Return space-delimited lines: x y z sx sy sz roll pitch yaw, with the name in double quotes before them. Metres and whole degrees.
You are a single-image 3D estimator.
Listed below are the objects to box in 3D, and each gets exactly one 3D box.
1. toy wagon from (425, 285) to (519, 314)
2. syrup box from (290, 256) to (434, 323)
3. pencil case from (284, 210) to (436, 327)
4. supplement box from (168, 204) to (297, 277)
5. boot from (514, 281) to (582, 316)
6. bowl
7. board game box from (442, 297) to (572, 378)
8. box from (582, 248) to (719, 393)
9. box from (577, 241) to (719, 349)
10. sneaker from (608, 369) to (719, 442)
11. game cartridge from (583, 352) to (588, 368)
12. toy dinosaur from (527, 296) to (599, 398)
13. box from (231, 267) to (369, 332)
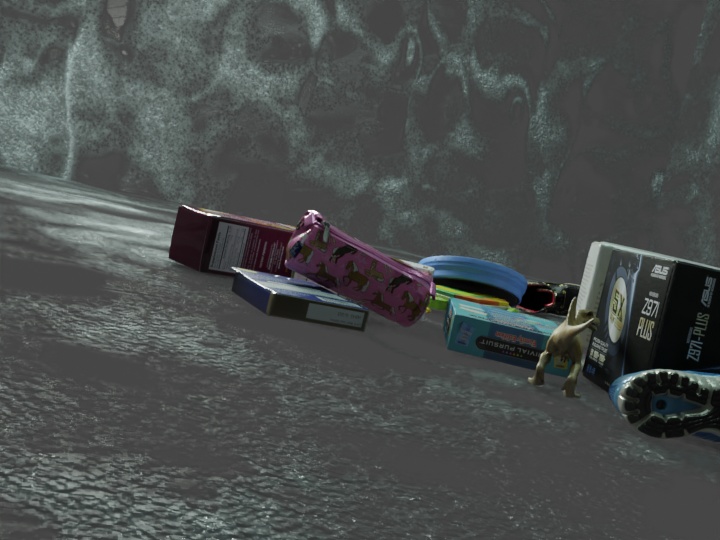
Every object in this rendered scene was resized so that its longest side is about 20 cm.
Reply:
"toy wagon" 0.163 0.055 1.431 0.155 0.040 0.199 17 6 44
"syrup box" 0.003 0.013 1.253 0.199 0.079 0.081 13 4 4
"pencil case" 0.000 0.000 1.122 0.199 0.083 0.087 28 -4 -13
"supplement box" -0.175 -0.036 1.316 0.199 0.086 0.110 9 6 -38
"boot" 0.402 0.059 1.820 0.199 0.074 0.151 10 3 12
"bowl" 0.199 0.025 1.556 0.200 0.040 0.201 12 -15 3
"board game box" 0.185 0.083 1.109 0.150 0.047 0.200 13 5 3
"box" 0.335 0.069 0.969 0.086 0.165 0.200 13 5 -3
"box" 0.457 0.056 1.397 0.198 0.172 0.200 14 5 10
"sneaker" 0.333 0.125 0.827 0.199 0.079 0.090 12 1 -8
"game cartridge" 0.400 0.135 1.165 0.175 0.033 0.200 14 4 20
"toy dinosaur" 0.216 0.078 0.909 0.058 0.102 0.200 14 5 17
"box" -0.083 0.033 1.061 0.121 0.033 0.200 11 5 -24
